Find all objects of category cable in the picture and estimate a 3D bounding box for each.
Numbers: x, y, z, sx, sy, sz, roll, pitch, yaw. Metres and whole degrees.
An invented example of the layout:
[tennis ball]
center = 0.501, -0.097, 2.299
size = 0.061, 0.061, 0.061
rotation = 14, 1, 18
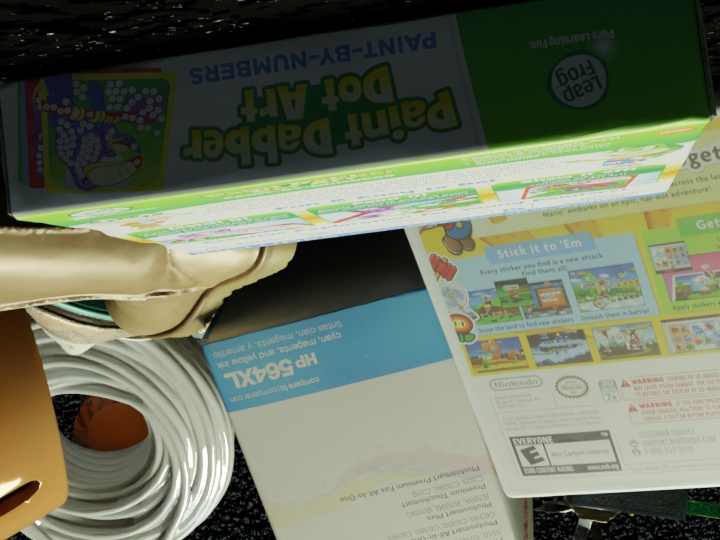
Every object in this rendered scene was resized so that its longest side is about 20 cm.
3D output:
[cable]
center = -0.182, 0.108, 0.996
size = 0.200, 0.200, 0.069
rotation = -48, -168, 25

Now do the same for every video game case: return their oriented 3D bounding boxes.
[video game case]
center = 0.127, 0.016, 0.626
size = 0.199, 0.183, 0.023
rotation = -8, -155, 31

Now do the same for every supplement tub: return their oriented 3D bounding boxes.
[supplement tub]
center = -0.143, 0.088, 1.136
size = 0.122, 0.123, 0.200
rotation = -8, -158, 18

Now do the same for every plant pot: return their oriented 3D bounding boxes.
[plant pot]
center = -0.235, 0.073, 0.732
size = 0.139, 0.201, 0.200
rotation = -16, 180, -18

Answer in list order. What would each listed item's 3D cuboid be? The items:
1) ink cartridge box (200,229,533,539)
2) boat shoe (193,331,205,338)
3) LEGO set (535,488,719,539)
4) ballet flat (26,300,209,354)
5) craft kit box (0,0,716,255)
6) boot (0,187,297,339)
[ink cartridge box]
center = 0.015, 0.088, 0.773
size = 0.125, 0.201, 0.129
rotation = -14, -161, 12
[boat shoe]
center = -0.123, 0.014, 1.067
size = 0.199, 0.074, 0.067
rotation = 1, -166, -23
[LEGO set]
center = 0.193, 0.084, 0.777
size = 0.199, 0.155, 0.116
rotation = -1, 171, 10
[ballet flat]
center = -0.150, 0.021, 0.881
size = 0.067, 0.068, 0.200
rotation = -44, 154, 29
[craft kit box]
center = 0.009, -0.042, 0.487
size = 0.199, 0.049, 0.198
rotation = -7, 179, 7
[boot]
center = -0.151, -0.005, 0.642
size = 0.199, 0.066, 0.175
rotation = -6, 164, -33
